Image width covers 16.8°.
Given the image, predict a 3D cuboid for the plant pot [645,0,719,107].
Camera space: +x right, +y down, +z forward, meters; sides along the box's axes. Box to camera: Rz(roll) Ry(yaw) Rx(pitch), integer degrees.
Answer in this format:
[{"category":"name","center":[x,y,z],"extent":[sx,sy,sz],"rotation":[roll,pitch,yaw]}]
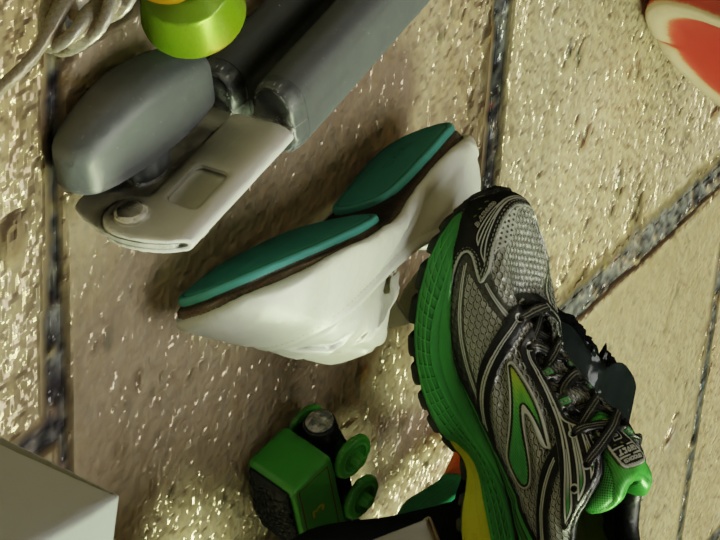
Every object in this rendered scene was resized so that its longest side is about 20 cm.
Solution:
[{"category":"plant pot","center":[0.255,-0.165,1.273],"extent":[0.178,0.200,0.200],"rotation":[-53,151,-8]}]

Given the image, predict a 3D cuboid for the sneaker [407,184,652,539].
[{"category":"sneaker","center":[0.081,0.062,1.003],"extent":[0.078,0.085,0.201],"rotation":[-14,90,-48]}]

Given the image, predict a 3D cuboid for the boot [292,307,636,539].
[{"category":"boot","center":[0.045,0.091,1.076],"extent":[0.200,0.076,0.169],"rotation":[26,63,-41]}]

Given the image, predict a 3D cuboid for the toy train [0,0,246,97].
[{"category":"toy train","center":[-0.065,-0.108,0.816],"extent":[0.200,0.084,0.116],"rotation":[-58,165,-22]}]

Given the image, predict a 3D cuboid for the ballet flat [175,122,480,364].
[{"category":"ballet flat","center":[0.000,0.000,1.009],"extent":[0.200,0.069,0.070],"rotation":[-38,140,-51]}]

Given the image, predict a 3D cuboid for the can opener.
[{"category":"can opener","center":[-0.036,-0.076,0.912],"extent":[0.200,0.052,0.067],"rotation":[-47,145,-39]}]

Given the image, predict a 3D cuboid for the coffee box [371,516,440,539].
[{"category":"coffee box","center":[-0.044,0.190,0.940],"extent":[0.199,0.080,0.115],"rotation":[-22,141,-4]}]

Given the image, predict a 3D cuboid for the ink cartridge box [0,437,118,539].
[{"category":"ink cartridge box","center":[-0.175,0.146,0.701],"extent":[0.145,0.144,0.201],"rotation":[-27,130,-54]}]

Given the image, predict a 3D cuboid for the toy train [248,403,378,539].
[{"category":"toy train","center":[-0.014,0.139,1.128],"extent":[0.056,0.042,0.201],"rotation":[-42,144,-27]}]

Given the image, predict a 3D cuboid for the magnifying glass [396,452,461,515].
[{"category":"magnifying glass","center":[0.041,0.119,1.183],"extent":[0.200,0.022,0.080],"rotation":[-57,150,-54]}]
